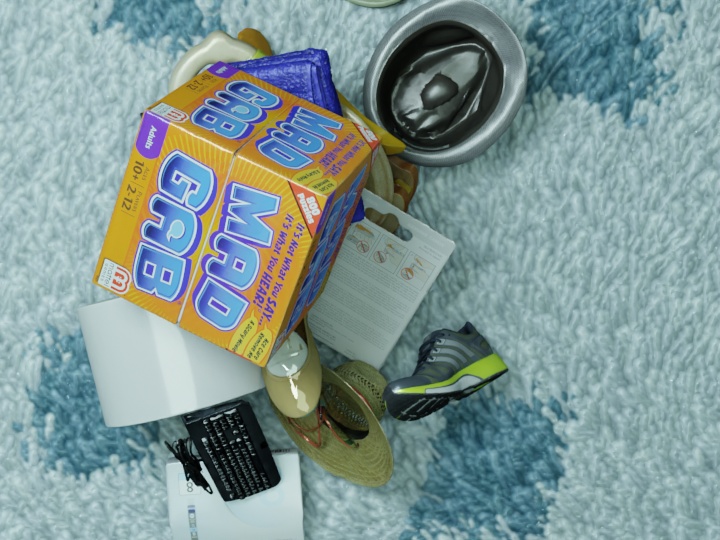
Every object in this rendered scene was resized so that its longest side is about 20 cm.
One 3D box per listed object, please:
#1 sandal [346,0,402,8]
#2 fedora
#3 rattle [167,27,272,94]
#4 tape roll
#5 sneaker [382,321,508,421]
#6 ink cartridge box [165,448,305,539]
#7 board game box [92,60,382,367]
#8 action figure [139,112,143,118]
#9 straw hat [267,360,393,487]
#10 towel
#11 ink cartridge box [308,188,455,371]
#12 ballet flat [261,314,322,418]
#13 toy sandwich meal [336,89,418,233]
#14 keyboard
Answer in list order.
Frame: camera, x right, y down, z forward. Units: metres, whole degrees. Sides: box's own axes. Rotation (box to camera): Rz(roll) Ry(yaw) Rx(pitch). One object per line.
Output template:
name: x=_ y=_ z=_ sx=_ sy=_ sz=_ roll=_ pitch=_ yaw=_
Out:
sandal: x=-0.025 y=-0.358 z=1.717 sx=0.199 sy=0.057 sz=0.081 roll=11 pitch=92 yaw=-1
fedora: x=0.099 y=-0.216 z=1.707 sx=0.177 sy=0.090 sz=0.200 roll=40 pitch=101 yaw=1
rattle: x=-0.179 y=-0.182 z=1.688 sx=0.129 sy=0.143 sz=0.201 roll=19 pitch=109 yaw=-30
tape roll: x=-0.208 y=0.084 z=1.662 sx=0.201 sy=0.203 sz=0.141 roll=-15 pitch=92 yaw=0
sneaker: x=0.086 y=0.115 z=1.693 sx=0.074 sy=0.199 sz=0.081 roll=-41 pitch=74 yaw=36
ink cartridge box: x=-0.144 y=0.318 z=1.747 sx=0.158 sy=0.047 sz=0.202 roll=-4 pitch=90 yaw=-1
board game box: x=-0.123 y=-0.064 z=1.510 sx=0.198 sy=0.200 sz=0.201 roll=25 pitch=117 yaw=7
action figure: x=-0.192 y=-0.100 z=1.724 sx=0.129 sy=0.069 sz=0.202 roll=-18 pitch=96 yaw=-7
straw hat: x=-0.013 y=0.150 z=1.703 sx=0.085 sy=0.201 sz=0.202 roll=-40 pitch=92 yaw=-32
towel: x=-0.085 y=-0.133 z=1.606 sx=0.146 sy=0.050 sz=0.202 roll=-9 pitch=109 yaw=11
ink cartridge box: x=0.000 y=0.000 z=1.700 sx=0.160 sy=0.050 sz=0.201 roll=31 pitch=115 yaw=-1
ballet flat: x=-0.086 y=0.070 z=1.618 sx=0.068 sy=0.063 sz=0.201 roll=-20 pitch=48 yaw=9
toy sandwich meal: x=-0.024 y=-0.125 z=1.697 sx=0.205 sy=0.205 sz=0.070 roll=49 pitch=49 yaw=-2
keyboard: x=-0.151 y=0.217 z=1.634 sx=0.103 sy=0.201 sz=0.040 roll=-16 pitch=54 yaw=0
